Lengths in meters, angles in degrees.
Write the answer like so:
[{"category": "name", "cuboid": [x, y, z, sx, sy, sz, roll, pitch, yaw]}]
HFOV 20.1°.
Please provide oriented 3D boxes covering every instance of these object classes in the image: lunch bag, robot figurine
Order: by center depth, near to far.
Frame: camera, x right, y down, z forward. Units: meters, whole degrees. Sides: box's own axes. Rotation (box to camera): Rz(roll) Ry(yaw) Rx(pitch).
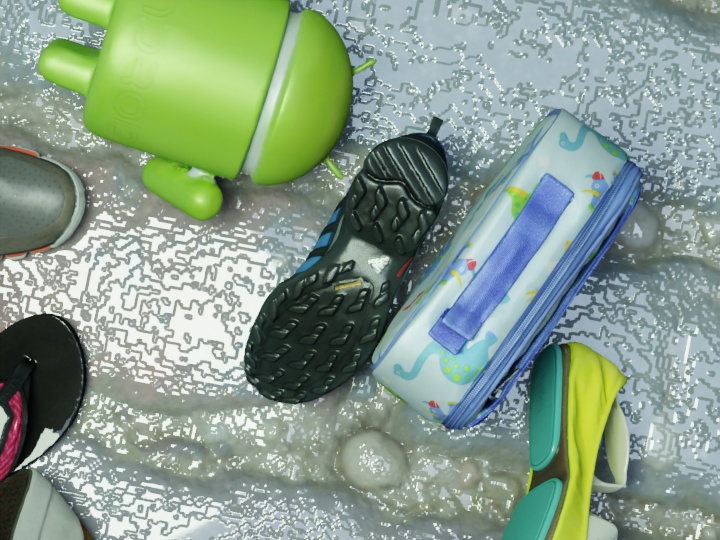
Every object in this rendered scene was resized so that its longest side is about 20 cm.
[{"category": "lunch bag", "cuboid": [0.087, 0.003, 1.228, 0.082, 0.161, 0.200, 35, 86, 2]}, {"category": "robot figurine", "cuboid": [-0.095, -0.122, 1.252, 0.200, 0.116, 0.176, 17, 98, -7]}]

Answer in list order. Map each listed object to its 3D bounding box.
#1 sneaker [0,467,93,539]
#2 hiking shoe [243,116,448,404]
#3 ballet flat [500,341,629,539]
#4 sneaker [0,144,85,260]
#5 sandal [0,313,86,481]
[{"category": "sneaker", "cuboid": [-0.199, 0.211, 1.209, 0.073, 0.200, 0.085, -27, 119, 30]}, {"category": "hiking shoe", "cuboid": [0.000, 0.000, 1.273, 0.074, 0.087, 0.200, 36, 110, 2]}, {"category": "ballet flat", "cuboid": [0.129, 0.136, 1.244, 0.067, 0.067, 0.200, 24, 58, -16]}, {"category": "sneaker", "cuboid": [-0.274, -0.051, 1.269, 0.200, 0.082, 0.077, 7, 87, 0]}, {"category": "sandal", "cuboid": [-0.248, 0.111, 1.278, 0.075, 0.045, 0.200, 44, 87, 3]}]
